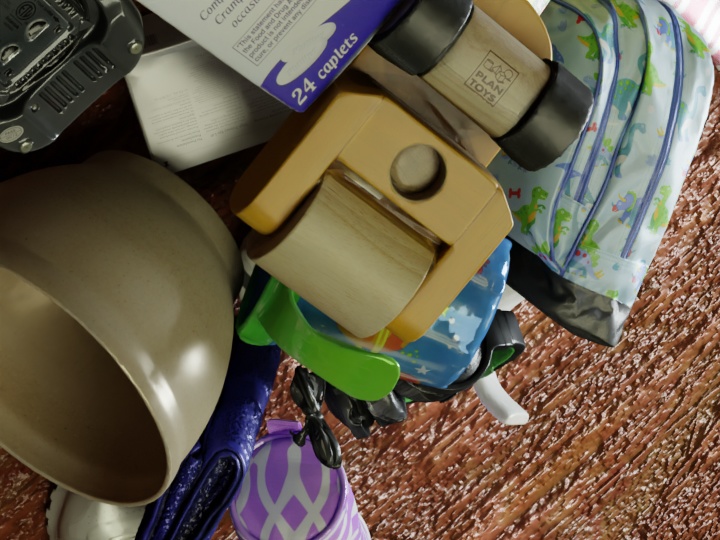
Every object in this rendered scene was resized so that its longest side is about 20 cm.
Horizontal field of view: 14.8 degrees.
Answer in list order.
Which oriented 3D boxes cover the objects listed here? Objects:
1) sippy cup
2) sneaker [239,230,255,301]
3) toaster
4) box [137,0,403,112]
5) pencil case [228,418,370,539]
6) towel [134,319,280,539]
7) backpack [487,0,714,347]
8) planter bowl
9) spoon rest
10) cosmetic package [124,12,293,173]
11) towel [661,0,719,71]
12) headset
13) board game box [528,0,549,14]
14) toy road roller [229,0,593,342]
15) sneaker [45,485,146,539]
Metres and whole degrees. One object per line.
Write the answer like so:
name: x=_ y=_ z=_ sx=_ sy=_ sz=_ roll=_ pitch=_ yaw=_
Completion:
sippy cup: x=0.013 y=0.001 z=1.611 sx=0.130 sy=0.140 sz=0.178 roll=24 pitch=71 yaw=-8
sneaker: x=0.000 y=0.000 z=1.768 sx=0.199 sy=0.074 sz=0.080 roll=18 pitch=128 yaw=-38
toaster: x=-0.209 y=-0.162 z=1.424 sx=0.114 sy=0.129 sz=0.200 roll=-42 pitch=138 yaw=6
box: x=-0.094 y=-0.207 z=1.431 sx=0.105 sy=0.184 sz=0.200 roll=-47 pitch=137 yaw=10
pencil case: x=-0.037 y=0.161 z=1.800 sx=0.083 sy=0.086 sz=0.200 roll=6 pitch=164 yaw=5
towel: x=-0.103 y=0.118 z=1.710 sx=0.049 sy=0.200 sz=0.148 roll=26 pitch=114 yaw=-5
backpack: x=0.138 y=-0.081 z=1.731 sx=0.154 sy=0.163 sz=0.200 roll=33 pitch=96 yaw=-32
planter bowl: x=-0.150 y=0.018 z=1.593 sx=0.135 sy=0.200 sz=0.201 roll=-49 pitch=144 yaw=-30
spoon rest: x=0.130 y=0.004 z=1.863 sx=0.201 sy=0.061 sz=0.099 roll=-61 pitch=157 yaw=9
cosmetic package: x=-0.037 y=-0.128 z=1.599 sx=0.199 sy=0.051 sz=0.083 roll=-18 pitch=122 yaw=-4
towel: x=0.274 y=-0.196 z=1.820 sx=0.146 sy=0.030 sz=0.200 roll=-46 pitch=138 yaw=7
headset: x=0.026 y=0.073 z=1.739 sx=0.123 sy=0.094 sz=0.200 roll=-28 pitch=164 yaw=35
board game box: x=0.113 y=-0.241 z=1.584 sx=0.200 sy=0.047 sz=0.102 roll=-55 pitch=147 yaw=-32
toy road roller: x=0.022 y=-0.075 z=1.517 sx=0.123 sy=0.146 sz=0.200 roll=37 pitch=95 yaw=-19
sneaker: x=-0.161 y=0.199 z=1.799 sx=0.076 sy=0.081 sz=0.201 roll=-8 pitch=127 yaw=-29
